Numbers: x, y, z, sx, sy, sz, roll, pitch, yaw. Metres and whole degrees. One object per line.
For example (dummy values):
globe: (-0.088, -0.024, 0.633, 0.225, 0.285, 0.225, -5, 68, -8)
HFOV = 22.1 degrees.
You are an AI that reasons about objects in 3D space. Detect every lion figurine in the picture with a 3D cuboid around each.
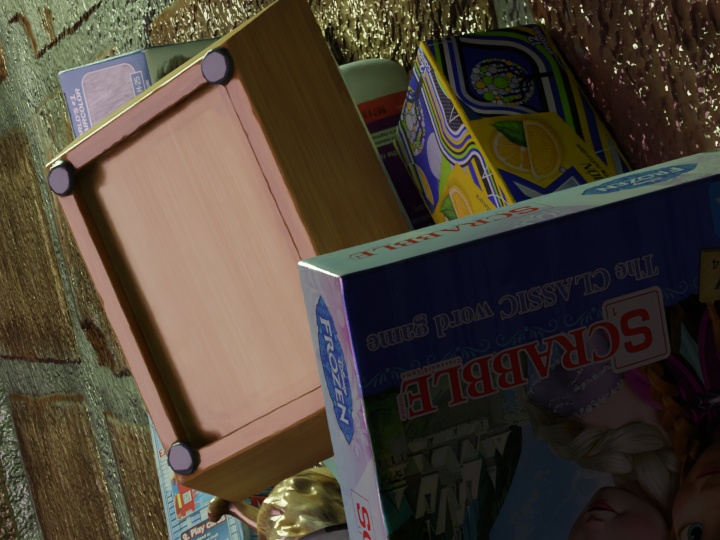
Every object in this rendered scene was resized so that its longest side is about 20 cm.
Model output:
lion figurine: (-0.017, 0.143, 1.132, 0.121, 0.200, 0.073, 19, 108, 19)

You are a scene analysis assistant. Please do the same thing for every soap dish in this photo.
soap dish: (-0.054, -0.006, 0.865, 0.157, 0.081, 0.202, -28, 83, 33)

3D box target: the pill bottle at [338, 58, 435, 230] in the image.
pill bottle: (0.000, 0.000, 0.952, 0.202, 0.111, 0.112, 71, 161, -2)

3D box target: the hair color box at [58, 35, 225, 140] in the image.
hair color box: (-0.080, -0.078, 1.034, 0.060, 0.200, 0.101, -10, 97, 28)

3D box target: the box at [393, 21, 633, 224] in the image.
box: (0.085, -0.010, 0.790, 0.070, 0.064, 0.201, 106, 144, -50)

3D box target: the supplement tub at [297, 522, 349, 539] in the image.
supplement tub: (0.001, 0.202, 0.930, 0.200, 0.121, 0.124, 86, 164, -72)

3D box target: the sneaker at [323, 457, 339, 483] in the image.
sneaker: (0.028, 0.111, 1.070, 0.201, 0.074, 0.118, 49, -174, 17)

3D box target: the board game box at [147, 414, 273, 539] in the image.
board game box: (-0.063, 0.178, 1.239, 0.199, 0.061, 0.202, 17, -131, -61)

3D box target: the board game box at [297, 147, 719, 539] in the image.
board game box: (0.092, 0.071, 0.628, 0.041, 0.198, 0.202, -159, 56, -66)
